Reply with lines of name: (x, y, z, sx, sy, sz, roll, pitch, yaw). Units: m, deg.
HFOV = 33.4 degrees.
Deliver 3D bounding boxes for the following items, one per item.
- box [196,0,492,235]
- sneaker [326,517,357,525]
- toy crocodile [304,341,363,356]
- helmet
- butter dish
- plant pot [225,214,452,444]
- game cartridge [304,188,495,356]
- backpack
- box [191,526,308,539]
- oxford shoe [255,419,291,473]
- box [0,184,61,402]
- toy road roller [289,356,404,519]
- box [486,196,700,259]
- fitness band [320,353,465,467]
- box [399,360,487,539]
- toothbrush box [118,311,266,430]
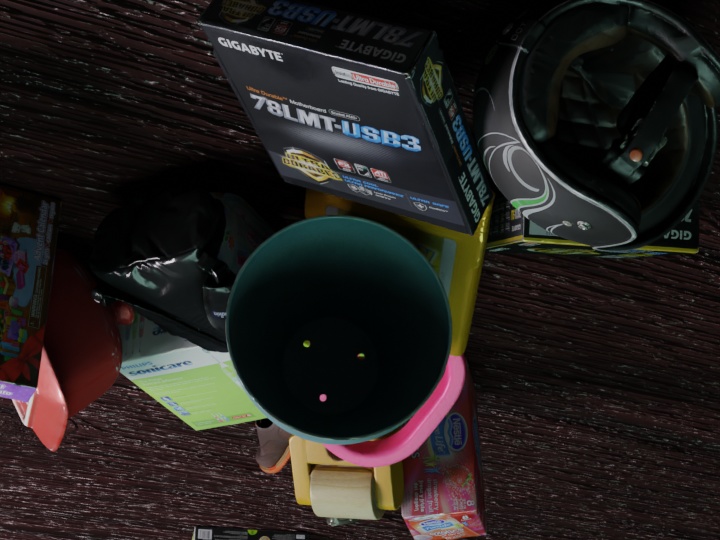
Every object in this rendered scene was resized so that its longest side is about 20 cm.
box: (-0.008, -0.123, 0.939, 0.197, 0.050, 0.199, 19, 157, 29)
sneaker: (-0.021, 0.284, 1.673, 0.075, 0.116, 0.201, -2, 148, 0)
toy crocodile: (-0.039, 0.062, 1.328, 0.196, 0.069, 0.062, 4, 155, -17)
helmet: (0.182, -0.113, 0.914, 0.196, 0.204, 0.191, -3, 176, 4)
butter dish: (-0.306, 0.060, 1.254, 0.146, 0.202, 0.200, -23, 167, -27)
plant pot: (-0.024, 0.070, 1.094, 0.196, 0.204, 0.135, 2, 159, -5)
game cartridge: (0.029, -0.020, 1.125, 0.173, 0.033, 0.202, 16, 135, 12)
backpack: (-0.146, 0.001, 1.172, 0.164, 0.129, 0.200, -4, 152, 32)
box: (-0.196, 0.484, 2.090, 0.196, 0.035, 0.111, 5, 150, -10)
oxford shoe: (-0.110, 0.216, 1.621, 0.072, 0.072, 0.200, 36, 145, -5)
box: (-0.357, 0.011, 1.109, 0.135, 0.203, 0.039, 14, 147, -25)
toy road roller: (-0.006, 0.180, 1.420, 0.121, 0.204, 0.146, 0, -167, 19)
box: (0.201, -0.040, 1.101, 0.156, 0.050, 0.200, 2, 179, -7)
fitness band: (0.026, 0.127, 1.276, 0.142, 0.038, 0.201, 28, 117, -16)
box: (0.098, 0.218, 1.471, 0.094, 0.203, 0.100, -7, 150, 10)
toothbrush box: (-0.172, 0.100, 1.380, 0.143, 0.087, 0.200, -12, 149, 19)
